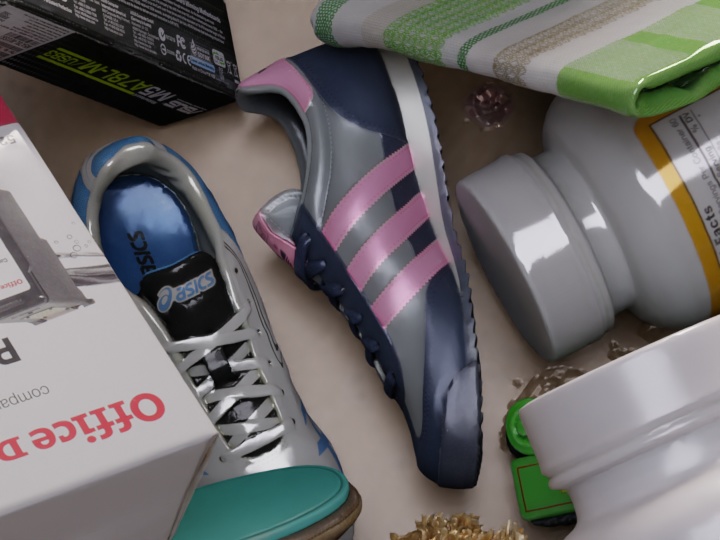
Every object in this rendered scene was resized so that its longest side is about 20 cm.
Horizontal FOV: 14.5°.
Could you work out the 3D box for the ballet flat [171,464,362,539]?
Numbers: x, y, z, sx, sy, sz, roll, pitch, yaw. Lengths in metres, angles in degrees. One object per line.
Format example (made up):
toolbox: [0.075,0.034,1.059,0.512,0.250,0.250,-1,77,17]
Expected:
ballet flat: [-0.091,0.134,1.099,0.200,0.068,0.072,-16,113,-20]

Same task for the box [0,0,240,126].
box: [-0.124,-0.171,1.146,0.047,0.200,0.193,-19,76,21]

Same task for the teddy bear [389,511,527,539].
teddy bear: [0.013,0.157,1.072,0.067,0.200,0.145,22,51,-19]

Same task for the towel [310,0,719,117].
towel: [0.093,-0.103,1.127,0.149,0.200,0.031,-27,119,-29]

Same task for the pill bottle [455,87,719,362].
pill bottle: [0.145,-0.045,1.158,0.200,0.113,0.113,-28,78,-7]

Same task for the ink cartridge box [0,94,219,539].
ink cartridge box: [-0.166,0.027,1.041,0.145,0.083,0.200,-19,62,-34]

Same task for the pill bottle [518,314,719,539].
pill bottle: [0.136,0.122,1.000,0.120,0.120,0.200,-23,83,-6]

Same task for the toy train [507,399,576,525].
toy train: [0.143,0.061,1.113,0.200,0.042,0.056,-16,81,36]

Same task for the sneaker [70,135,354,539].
sneaker: [-0.064,0.037,1.160,0.072,0.072,0.200,-27,79,-8]

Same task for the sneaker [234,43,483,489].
sneaker: [0.000,0.000,1.170,0.082,0.070,0.200,-9,68,-8]
